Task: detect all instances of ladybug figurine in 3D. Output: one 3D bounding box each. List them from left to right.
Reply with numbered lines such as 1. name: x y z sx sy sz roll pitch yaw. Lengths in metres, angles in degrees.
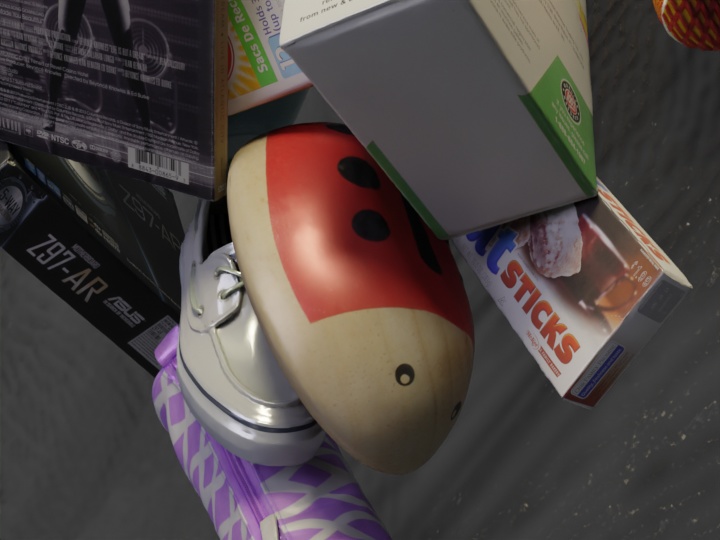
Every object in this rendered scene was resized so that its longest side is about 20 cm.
1. ladybug figurine: 0.000 0.000 0.705 0.072 0.135 0.201 -35 51 19

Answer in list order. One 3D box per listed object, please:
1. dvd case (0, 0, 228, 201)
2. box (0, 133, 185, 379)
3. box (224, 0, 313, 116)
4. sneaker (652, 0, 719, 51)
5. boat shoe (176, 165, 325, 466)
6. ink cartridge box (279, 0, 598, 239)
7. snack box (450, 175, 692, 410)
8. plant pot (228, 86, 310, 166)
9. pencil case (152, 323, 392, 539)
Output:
1. dvd case: -0.125 -0.144 0.702 0.147 0.016 0.202 17 119 26
2. box: -0.171 -0.043 0.889 0.043 0.200 0.161 -33 43 10
3. box: -0.062 -0.186 0.725 0.111 0.202 0.101 -17 12 28
4. sneaker: 0.189 -0.181 0.606 0.200 0.073 0.078 -41 33 28
5. boat shoe: -0.062 0.015 0.754 0.201 0.073 0.067 -119 33 -53
6. ink cartridge box: 0.042 -0.141 0.680 0.087 0.145 0.202 -16 50 27
7. snack box: 0.080 -0.026 0.703 0.072 0.024 0.201 -54 38 19
8. plant pot: -0.104 -0.133 0.882 0.199 0.199 0.137 -20 79 46
9. pencil case: -0.046 0.111 0.742 0.084 0.085 0.200 -51 37 10
